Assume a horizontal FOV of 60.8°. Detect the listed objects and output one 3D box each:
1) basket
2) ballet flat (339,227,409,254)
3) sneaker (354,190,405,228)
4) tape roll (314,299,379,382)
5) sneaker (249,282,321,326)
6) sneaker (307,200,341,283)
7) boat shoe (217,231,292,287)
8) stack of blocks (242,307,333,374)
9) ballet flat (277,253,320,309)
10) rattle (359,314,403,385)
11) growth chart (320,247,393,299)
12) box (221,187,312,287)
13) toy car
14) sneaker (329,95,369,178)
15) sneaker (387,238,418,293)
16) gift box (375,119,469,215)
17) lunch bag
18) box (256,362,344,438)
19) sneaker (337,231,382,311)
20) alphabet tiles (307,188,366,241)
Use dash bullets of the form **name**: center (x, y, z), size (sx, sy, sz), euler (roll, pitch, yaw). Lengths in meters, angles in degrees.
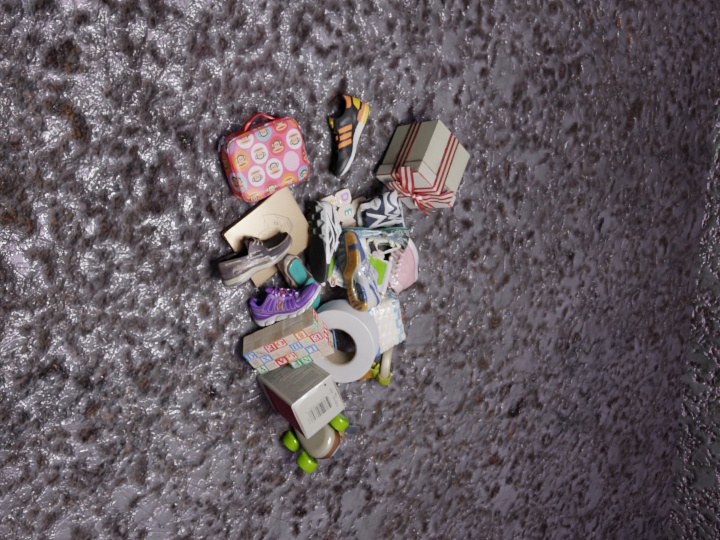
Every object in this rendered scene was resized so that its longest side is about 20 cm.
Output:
- **basket**: center (0.014, 0.149, 1.660), size (0.195, 0.139, 0.181), euler (-15, 111, -15)
- **ballet flat**: center (0.032, -0.076, 1.591), size (0.194, 0.074, 0.077), euler (-2, 105, 0)
- **sneaker**: center (0.050, -0.146, 1.647), size (0.126, 0.199, 0.082), euler (-10, 79, 9)
- **tape roll**: center (-0.051, 0.183, 1.584), size (0.071, 0.196, 0.208), euler (-56, 140, -65)
- **sneaker**: center (-0.187, 0.070, 1.481), size (0.196, 0.081, 0.085), euler (-21, 111, 17)
- **sneaker**: center (-0.081, -0.072, 1.541), size (0.087, 0.073, 0.207), euler (-4, 96, -44)
- **boat shoe**: center (-0.247, -0.040, 1.436), size (0.198, 0.074, 0.075), euler (-36, 120, -22)
- **stack of blocks**: center (-0.176, 0.183, 1.506), size (0.196, 0.059, 0.116), euler (-23, 131, 12)
- **ballet flat**: center (-0.157, 0.022, 1.540), size (0.068, 0.066, 0.202), euler (-50, 144, -24)
- **rattle**: center (0.041, 0.219, 1.760), size (0.130, 0.139, 0.206), euler (31, 65, -68)
- **growth chart**: center (-0.006, -0.005, 1.610), size (0.195, 0.018, 0.149), euler (15, 66, -19)
- **box**: center (-0.221, -0.085, 1.501), size (0.199, 0.021, 0.166), euler (-40, 120, -19)
- **toy car**: center (-0.082, 0.454, 1.667), size (0.165, 0.157, 0.199), euler (-51, 137, 1)
- **sneaker**: center (-0.049, -0.340, 1.545), size (0.088, 0.070, 0.205), euler (20, 89, -22)
- **sneaker**: center (0.102, -0.013, 1.695), size (0.104, 0.075, 0.203), euler (-35, 143, -19)
- **gift box**: center (0.168, -0.271, 1.614), size (0.183, 0.198, 0.191), euler (34, 72, -33)
- **lunch bag**: center (-0.223, -0.270, 1.419), size (0.197, 0.081, 0.181), euler (-26, 115, -27)
- **box**: center (-0.151, 0.305, 1.537), size (0.127, 0.198, 0.111), euler (-34, 119, -23)
- **sneaker**: center (0.000, 0.000, 1.562), size (0.087, 0.074, 0.206), euler (-10, 89, -47)
- **alphabet tiles**: center (-0.050, -0.106, 1.625), size (0.193, 0.014, 0.205), euler (-26, 115, -28)
